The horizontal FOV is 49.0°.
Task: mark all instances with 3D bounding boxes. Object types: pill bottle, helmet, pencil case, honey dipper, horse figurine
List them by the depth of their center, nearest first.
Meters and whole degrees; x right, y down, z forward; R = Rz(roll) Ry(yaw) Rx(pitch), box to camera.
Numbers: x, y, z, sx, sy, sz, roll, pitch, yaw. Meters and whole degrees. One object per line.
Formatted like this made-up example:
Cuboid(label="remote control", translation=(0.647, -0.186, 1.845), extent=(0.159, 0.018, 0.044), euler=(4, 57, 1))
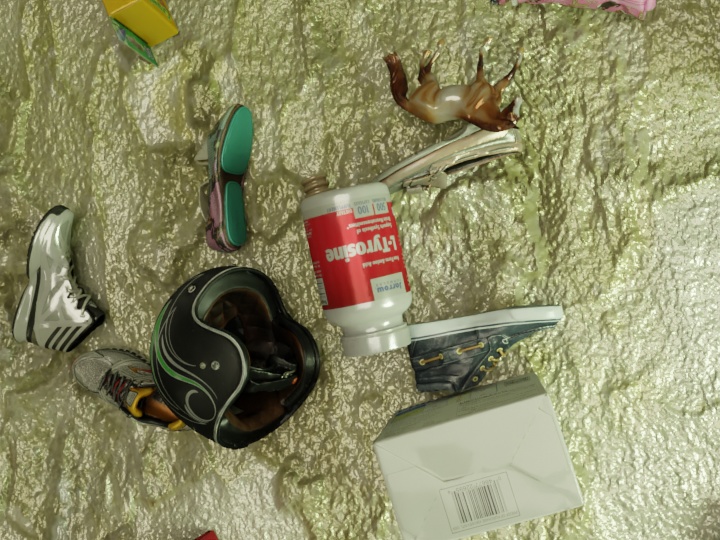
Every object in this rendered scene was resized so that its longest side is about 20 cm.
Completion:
Cuboid(label="pill bottle", translation=(0.000, 0.000, 0.970), extent=(0.112, 0.112, 0.201), euler=(-13, 91, 9))
Cuboid(label="pencil case", translation=(0.264, -0.361, 0.979), extent=(0.199, 0.083, 0.087), euler=(8, 88, 9))
Cuboid(label="helmet", translation=(-0.166, 0.099, 0.981), extent=(0.200, 0.200, 0.191), euler=(-47, 61, 5))
Cuboid(label="horse figurine", translation=(0.117, -0.228, 0.987), extent=(0.199, 0.050, 0.133), euler=(7, 71, 26))
Cuboid(label="honey dipper", translation=(-0.028, -0.029, 1.040), extent=(0.038, 0.038, 0.201), euler=(-21, 87, 8))

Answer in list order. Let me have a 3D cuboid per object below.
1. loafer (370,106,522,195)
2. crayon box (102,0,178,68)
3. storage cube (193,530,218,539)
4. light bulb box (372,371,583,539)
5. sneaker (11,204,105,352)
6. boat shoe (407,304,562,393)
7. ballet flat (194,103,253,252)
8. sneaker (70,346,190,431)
Cuboid(label="loafer", translation=(0.111, -0.136, 1.005), extent=(0.200, 0.072, 0.063), euler=(-28, 90, 5))
Cuboid(label="crayon box", translation=(-0.313, -0.387, 1.059), extent=(0.051, 0.126, 0.200), euler=(-24, 84, 7))
Cuboid(label="storage cube", translation=(-0.245, 0.456, 0.982), extent=(0.171, 0.180, 0.200), euler=(-30, 82, 7))
Cuboid(label="light bulb box", translation=(0.135, 0.212, 0.916), extent=(0.198, 0.200, 0.125), euler=(-17, 86, 9))
Cuboid(label="sneaker", translation=(-0.398, 0.017, 1.092), extent=(0.115, 0.076, 0.201), euler=(16, 98, 2))
Cuboid(label="boat shoe", translation=(0.158, 0.097, 0.987), extent=(0.200, 0.071, 0.091), euler=(-11, 87, 16))
Cuboid(label="ballet flat", translation=(-0.188, -0.124, 1.061), extent=(0.071, 0.069, 0.201), euler=(0, 88, 29))
Cuboid(label="sneaker", translation=(-0.298, 0.156, 1.054), extent=(0.199, 0.082, 0.078), euler=(19, 91, 11))
